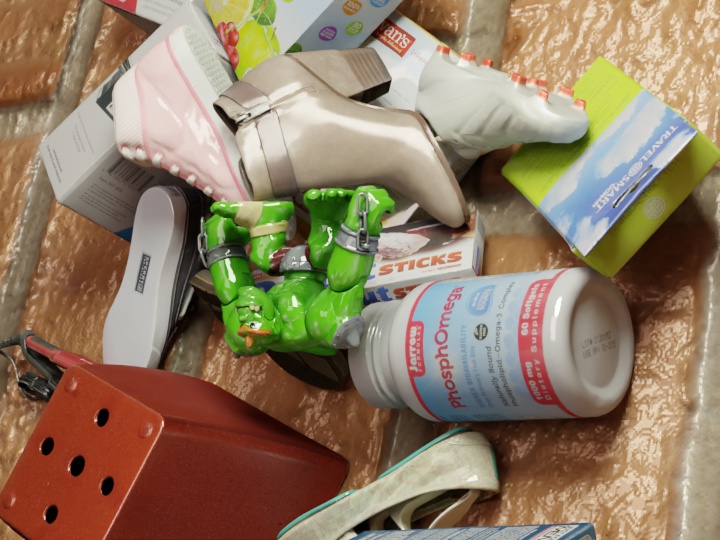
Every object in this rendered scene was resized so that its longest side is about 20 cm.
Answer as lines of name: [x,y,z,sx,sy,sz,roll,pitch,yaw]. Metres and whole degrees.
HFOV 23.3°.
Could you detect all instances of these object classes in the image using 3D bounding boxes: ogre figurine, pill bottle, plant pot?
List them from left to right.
plant pot: [-0.168,0.181,1.401,0.200,0.176,0.200,24,84,44]
ogre figurine: [-0.050,0.004,1.325,0.199,0.098,0.120,-5,84,27]
pill bottle: [0.093,0.058,1.293,0.200,0.109,0.109,-7,65,38]

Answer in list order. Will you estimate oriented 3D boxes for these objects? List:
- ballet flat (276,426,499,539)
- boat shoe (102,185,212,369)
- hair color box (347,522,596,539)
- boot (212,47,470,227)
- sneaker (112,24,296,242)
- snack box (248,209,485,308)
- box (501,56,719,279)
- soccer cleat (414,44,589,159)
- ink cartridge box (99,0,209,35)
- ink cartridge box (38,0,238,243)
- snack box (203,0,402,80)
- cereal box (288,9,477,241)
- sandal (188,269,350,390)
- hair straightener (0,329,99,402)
ballet flat: [0.018,0.188,1.322,0.200,0.067,0.062,-34,60,22]
boat shoe: [-0.177,0.020,1.567,0.072,0.068,0.201,25,107,41]
hair color box: [0.074,0.236,1.227,0.200,0.060,0.100,-8,95,37]
boot: [-0.022,-0.091,1.383,0.146,0.070,0.200,-24,64,-14]
sneaker: [-0.136,-0.094,1.454,0.104,0.075,0.201,-31,85,15]
snack box: [0.000,0.000,1.394,0.199,0.024,0.072,-11,39,18]
box: [0.183,-0.076,1.280,0.122,0.048,0.200,-49,24,8]
soccer cleat: [0.107,-0.117,1.342,0.200,0.069,0.078,32,109,56]
ink cartridge box: [-0.145,-0.318,1.698,0.144,0.084,0.200,26,86,45]
ink cartridge box: [-0.166,-0.123,1.575,0.200,0.145,0.084,-41,48,15]
snack box: [-0.042,-0.263,1.482,0.200,0.068,0.169,-44,52,24]
cereal box: [0.017,-0.103,1.463,0.144,0.040,0.200,42,96,27]
sandal: [-0.072,0.037,1.478,0.055,0.082,0.200,-43,36,-16]
hair straightener: [-0.289,0.108,1.618,0.200,0.041,0.077,18,102,45]
